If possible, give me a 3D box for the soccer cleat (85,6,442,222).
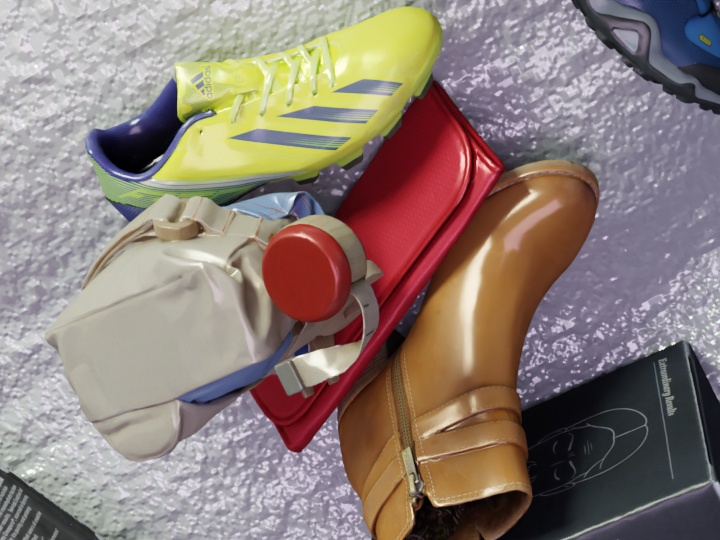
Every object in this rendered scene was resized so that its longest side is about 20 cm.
[{"bbox_3d":[-0.051,-0.084,0.903,0.199,0.065,0.084,-28,126,19],"label":"soccer cleat"}]

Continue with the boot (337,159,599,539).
[{"bbox_3d":[0.061,0.051,0.902,0.200,0.156,0.077,-41,124,21],"label":"boot"}]

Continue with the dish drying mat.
[{"bbox_3d":[0.000,0.000,0.940,0.018,0.077,0.201,11,123,-42],"label":"dish drying mat"}]

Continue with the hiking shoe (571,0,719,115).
[{"bbox_3d":[0.135,-0.159,0.850,0.200,0.075,0.087,42,112,-14],"label":"hiking shoe"}]

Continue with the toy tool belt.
[{"bbox_3d":[-0.056,0.011,0.899,0.199,0.123,0.126,-26,93,35],"label":"toy tool belt"}]

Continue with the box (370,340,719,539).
[{"bbox_3d":[0.113,0.150,0.953,0.199,0.149,0.108,-25,110,16],"label":"box"}]

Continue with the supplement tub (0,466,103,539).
[{"bbox_3d":[-0.222,0.162,1.004,0.200,0.107,0.107,39,112,-12],"label":"supplement tub"}]
